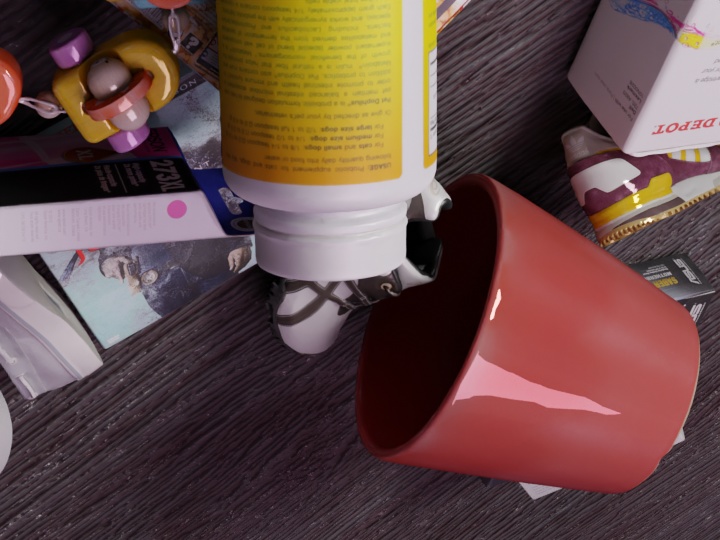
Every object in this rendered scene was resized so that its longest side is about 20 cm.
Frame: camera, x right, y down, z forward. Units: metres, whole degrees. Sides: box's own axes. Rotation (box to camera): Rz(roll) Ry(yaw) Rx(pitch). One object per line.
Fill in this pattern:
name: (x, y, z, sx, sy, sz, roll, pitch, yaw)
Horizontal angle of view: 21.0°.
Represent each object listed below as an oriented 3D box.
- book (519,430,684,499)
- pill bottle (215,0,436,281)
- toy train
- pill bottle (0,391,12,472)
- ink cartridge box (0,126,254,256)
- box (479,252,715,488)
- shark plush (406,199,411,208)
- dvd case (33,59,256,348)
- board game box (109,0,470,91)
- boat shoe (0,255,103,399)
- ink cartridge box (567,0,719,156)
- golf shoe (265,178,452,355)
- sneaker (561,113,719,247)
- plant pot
book: (0.148, 0.088, 1.476, 0.133, 0.048, 0.200, -23, 131, 16)
pill bottle: (-0.016, -0.100, 0.964, 0.109, 0.109, 0.200, -11, 110, -29)
toy train: (-0.150, -0.132, 0.984, 0.150, 0.056, 0.200, 30, 112, -19)
pill bottle: (-0.303, 0.107, 1.141, 0.111, 0.111, 0.200, -52, 159, 27)
ink cartridge box: (-0.150, -0.044, 1.069, 0.200, 0.095, 0.037, -3, 116, -17)
box: (0.183, 0.082, 1.579, 0.158, 0.048, 0.200, -12, 141, -28)
shark plush: (-0.021, -0.049, 1.122, 0.083, 0.200, 0.091, 14, 128, 9)
dvd case: (-0.131, -0.039, 1.196, 0.146, 0.022, 0.200, -29, 145, -5)
board game box: (-0.016, -0.176, 1.027, 0.151, 0.046, 0.200, 39, 109, -20)
boat shoe: (-0.223, 0.023, 1.166, 0.068, 0.072, 0.200, -34, 156, -1)
ink cartridge box: (0.241, -0.181, 1.262, 0.145, 0.084, 0.200, -9, 139, -31)
golf shoe: (0.000, 0.000, 1.274, 0.078, 0.094, 0.200, -42, 160, -40)
sneaker: (0.208, -0.085, 1.371, 0.075, 0.090, 0.200, -25, -179, 32)
plant pot: (0.117, 0.058, 1.314, 0.177, 0.201, 0.201, 21, 123, -21)
